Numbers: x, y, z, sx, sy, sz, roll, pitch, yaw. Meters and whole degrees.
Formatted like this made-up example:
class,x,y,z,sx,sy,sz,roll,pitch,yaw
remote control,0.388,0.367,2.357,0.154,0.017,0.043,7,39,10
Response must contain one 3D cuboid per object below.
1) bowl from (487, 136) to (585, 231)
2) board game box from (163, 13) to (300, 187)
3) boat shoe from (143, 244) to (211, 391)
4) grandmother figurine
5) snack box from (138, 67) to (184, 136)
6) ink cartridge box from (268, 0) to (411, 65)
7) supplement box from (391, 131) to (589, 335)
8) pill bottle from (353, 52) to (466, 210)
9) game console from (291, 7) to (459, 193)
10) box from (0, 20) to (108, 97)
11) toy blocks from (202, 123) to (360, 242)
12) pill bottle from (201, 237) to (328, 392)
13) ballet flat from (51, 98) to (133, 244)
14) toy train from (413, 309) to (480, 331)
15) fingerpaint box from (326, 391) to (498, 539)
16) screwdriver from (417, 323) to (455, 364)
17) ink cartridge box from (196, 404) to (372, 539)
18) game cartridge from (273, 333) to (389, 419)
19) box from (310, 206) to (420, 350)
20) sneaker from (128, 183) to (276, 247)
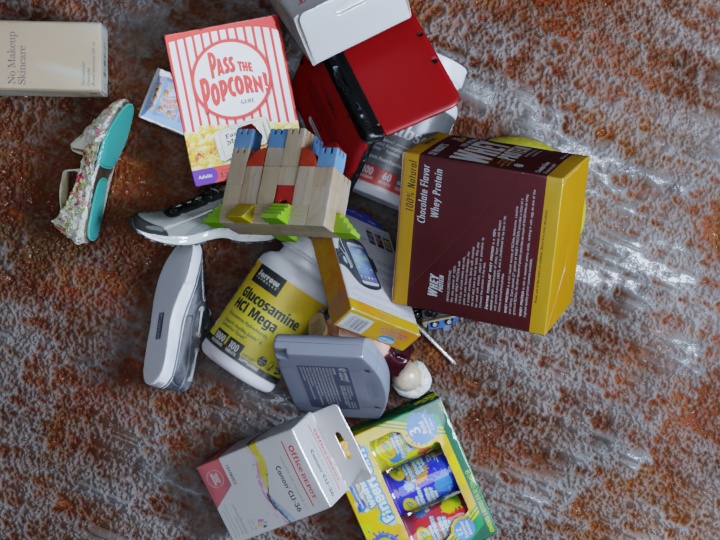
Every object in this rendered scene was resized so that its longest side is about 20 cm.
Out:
class,x,y,z,sx,sy,sz,roll,pitch,yaw
bowl,0.210,-0.083,1.725,0.200,0.108,0.201,0,91,-4
board game box,-0.162,-0.220,1.698,0.151,0.046,0.200,-12,94,-4
boat shoe,-0.230,0.060,1.720,0.068,0.072,0.200,18,74,-38
grandmother figurine,0.018,0.112,1.705,0.121,0.061,0.200,-31,132,29
snack box,-0.189,-0.198,1.733,0.200,0.024,0.072,22,91,-5
ink cartridge box,-0.044,-0.368,1.652,0.145,0.200,0.083,-27,136,-3
supplement box,0.159,-0.051,1.606,0.200,0.133,0.198,11,111,20
pill bottle,0.058,-0.185,1.706,0.116,0.116,0.200,22,90,-4
game console,0.013,-0.223,1.666,0.118,0.172,0.200,-5,54,-28
box,-0.431,-0.274,1.687,0.200,0.078,0.095,-1,92,-4
toy blocks,-0.089,-0.115,1.624,0.200,0.100,0.137,3,75,27
pill bottle,-0.110,0.049,1.702,0.112,0.112,0.200,33,89,-4
ballet flat,-0.355,-0.134,1.702,0.064,0.076,0.200,16,87,11
toy train,0.170,0.048,1.761,0.200,0.034,0.046,-10,122,-5
fingerpaint box,0.067,0.288,1.741,0.167,0.073,0.200,-23,93,-3
screwdriver,0.060,0.057,1.757,0.028,0.029,0.200,-45,93,-2
ink cartridge box,-0.098,0.263,1.691,0.200,0.067,0.117,-26,93,25
game cartridge,-0.030,0.136,1.666,0.133,0.200,0.041,6,63,10
box,0.000,0.000,1.652,0.119,0.200,0.041,23,125,-37
sneaker,-0.203,-0.076,1.698,0.200,0.074,0.080,-6,111,-18
